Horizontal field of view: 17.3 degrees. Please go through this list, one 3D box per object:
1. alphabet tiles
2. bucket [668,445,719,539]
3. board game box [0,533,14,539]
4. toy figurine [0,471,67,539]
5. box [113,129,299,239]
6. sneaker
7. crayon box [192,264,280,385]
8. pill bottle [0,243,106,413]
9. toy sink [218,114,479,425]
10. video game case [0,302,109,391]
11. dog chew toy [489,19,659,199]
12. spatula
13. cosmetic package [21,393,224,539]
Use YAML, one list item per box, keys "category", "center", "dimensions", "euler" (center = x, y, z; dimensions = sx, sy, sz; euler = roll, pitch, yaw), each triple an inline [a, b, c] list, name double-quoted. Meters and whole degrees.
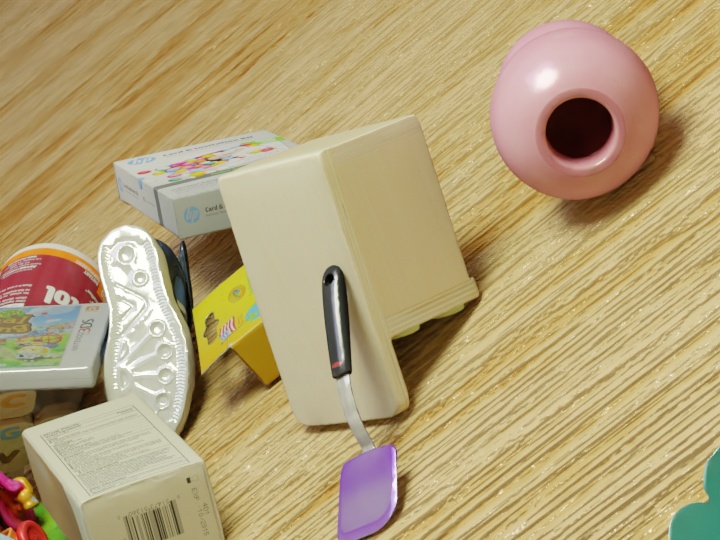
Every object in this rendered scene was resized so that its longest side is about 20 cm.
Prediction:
- category: "alphabet tiles"
  center: [-0.339, 0.154, 2.004]
  dimensions: [0.196, 0.198, 0.015]
  euler: [112, 145, -57]
- category: "bucket"
  center: [0.257, 0.144, 1.093]
  dimensions: [0.207, 0.135, 0.208]
  euler: [-35, 25, 19]
- category: "board game box"
  center: [-0.263, 0.278, 1.643]
  dimensions: [0.103, 0.105, 0.200]
  euler: [-45, 51, 8]
- category: "toy figurine"
  center: [-0.328, 0.192, 1.908]
  dimensions: [0.150, 0.184, 0.201]
  euler: [-32, 25, 25]
- category: "box"
  center: [-0.121, -0.080, 2.121]
  dimensions: [0.155, 0.042, 0.200]
  euler: [-13, 15, -18]
- category: "sneaker"
  center: [-0.171, 0.069, 2.018]
  dimensions: [0.080, 0.147, 0.202]
  euler: [-13, 71, 6]
- category: "crayon box"
  center: [-0.046, 0.010, 1.926]
  dimensions: [0.200, 0.051, 0.127]
  euler: [-39, 23, 11]
- category: "pill bottle"
  center: [-0.298, 0.076, 2.149]
  dimensions: [0.113, 0.113, 0.201]
  euler: [-30, 27, 28]
- category: "toy sink"
  center: [0.000, 0.000, 1.762]
  dimensions: [0.112, 0.201, 0.130]
  euler: [-23, 7, -38]
- category: "video game case"
  center: [-0.314, 0.065, 2.000]
  dimensions: [0.198, 0.022, 0.182]
  euler: [-3, 16, 1]
- category: "dog chew toy"
  center: [0.154, -0.130, 1.760]
  dimensions: [0.124, 0.125, 0.200]
  euler: [-38, 16, 12]
- category: "spatula"
  center: [-0.006, 0.089, 1.653]
  dimensions: [0.056, 0.020, 0.202]
  euler: [-25, 66, 36]
- category: "cosmetic package"
  center: [-0.185, 0.166, 1.818]
  dimensions: [0.104, 0.072, 0.200]
  euler: [-18, 17, -15]
